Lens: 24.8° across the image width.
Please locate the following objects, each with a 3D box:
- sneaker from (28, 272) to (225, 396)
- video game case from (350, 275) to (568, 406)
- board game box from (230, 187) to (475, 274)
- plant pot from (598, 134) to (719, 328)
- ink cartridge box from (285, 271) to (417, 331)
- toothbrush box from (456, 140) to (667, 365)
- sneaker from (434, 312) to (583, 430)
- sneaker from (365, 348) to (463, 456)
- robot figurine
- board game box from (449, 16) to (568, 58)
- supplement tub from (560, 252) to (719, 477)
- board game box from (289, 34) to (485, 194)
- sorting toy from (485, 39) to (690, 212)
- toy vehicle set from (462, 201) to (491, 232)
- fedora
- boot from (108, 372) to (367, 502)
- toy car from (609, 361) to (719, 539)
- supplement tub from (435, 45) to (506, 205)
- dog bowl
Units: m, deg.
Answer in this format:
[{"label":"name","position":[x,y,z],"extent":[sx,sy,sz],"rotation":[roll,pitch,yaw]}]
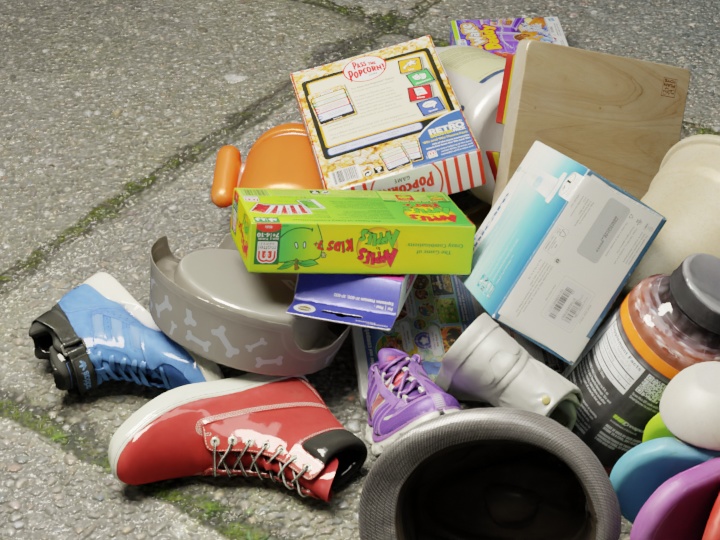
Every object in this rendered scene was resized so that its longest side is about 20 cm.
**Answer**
[{"label":"sneaker","position":[-0.217,0.086,1.478],"extent":[0.200,0.077,0.111],"rotation":[36,56,29]},{"label":"video game case","position":[0.091,0.056,1.523],"extent":[0.199,0.018,0.143],"rotation":[-4,54,-7]},{"label":"board game box","position":[-0.009,-0.035,1.458],"extent":[0.199,0.048,0.102],"rotation":[0,20,-14]},{"label":"plant pot","position":[0.294,0.007,1.498],"extent":[0.183,0.201,0.200],"rotation":[-36,48,-25]},{"label":"ink cartridge box","position":[0.000,0.000,1.486],"extent":[0.094,0.037,0.200],"rotation":[9,22,8]},{"label":"toothbrush box","position":[0.166,-0.021,1.417],"extent":[0.085,0.147,0.200],"rotation":[31,5,-12]},{"label":"sneaker","position":[0.126,0.105,1.376],"extent":[0.116,0.200,0.074],"rotation":[41,86,9]},{"label":"sneaker","position":[0.034,0.107,1.364],"extent":[0.080,0.084,0.200],"rotation":[-13,2,-12]},{"label":"robot figurine","position":[-0.070,-0.075,1.658],"extent":[0.143,0.117,0.200],"rotation":[-10,34,13]},{"label":"board game box","position":[0.183,-0.232,1.934],"extent":[0.134,0.045,0.200],"rotation":[-3,36,-3]},{"label":"supplement tub","position":[0.243,0.077,1.359],"extent":[0.107,0.200,0.107],"rotation":[20,40,-18]},{"label":"board game box","position":[0.023,-0.141,1.600],"extent":[0.151,0.046,0.200],"rotation":[-15,43,-1]},{"label":"sorting toy","position":[0.212,-0.116,1.618],"extent":[0.200,0.199,0.070],"rotation":[5,6,-30]},{"label":"toy vehicle set","position":[0.099,-0.001,1.630],"extent":[0.200,0.027,0.124],"rotation":[-25,43,-30]},{"label":"fedora","position":[0.103,0.189,1.285],"extent":[0.199,0.177,0.090],"rotation":[-13,4,10]},{"label":"boot","position":[-0.100,0.158,1.381],"extent":[0.200,0.073,0.144],"rotation":[-18,40,-28]},{"label":"toy car","position":[0.275,0.184,1.246],"extent":[0.150,0.175,0.200],"rotation":[-27,44,-29]},{"label":"supplement tub","position":[0.124,-0.158,1.726],"extent":[0.145,0.145,0.200],"rotation":[-17,24,-21]},{"label":"dog bowl","position":[-0.100,0.030,1.483],"extent":[0.200,0.059,0.200],"rotation":[16,20,-6]}]
